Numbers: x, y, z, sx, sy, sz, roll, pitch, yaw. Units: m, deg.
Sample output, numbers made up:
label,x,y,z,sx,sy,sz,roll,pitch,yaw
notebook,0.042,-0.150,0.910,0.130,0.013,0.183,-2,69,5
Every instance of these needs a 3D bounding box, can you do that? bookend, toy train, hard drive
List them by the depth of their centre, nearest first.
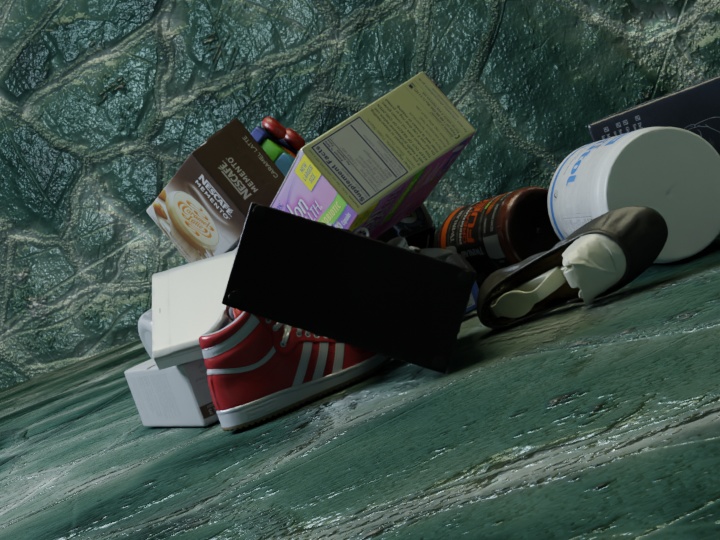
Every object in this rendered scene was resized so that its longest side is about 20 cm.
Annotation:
label,x,y,z,sx,sy,sz,roll,pitch,yaw
bookend,-0.006,0.008,1.162,0.198,0.093,0.200,17,5,1
hard drive,-0.115,0.025,1.310,0.199,0.026,0.132,-16,40,4
toy train,-0.077,-0.117,1.648,0.085,0.116,0.200,-50,-17,6

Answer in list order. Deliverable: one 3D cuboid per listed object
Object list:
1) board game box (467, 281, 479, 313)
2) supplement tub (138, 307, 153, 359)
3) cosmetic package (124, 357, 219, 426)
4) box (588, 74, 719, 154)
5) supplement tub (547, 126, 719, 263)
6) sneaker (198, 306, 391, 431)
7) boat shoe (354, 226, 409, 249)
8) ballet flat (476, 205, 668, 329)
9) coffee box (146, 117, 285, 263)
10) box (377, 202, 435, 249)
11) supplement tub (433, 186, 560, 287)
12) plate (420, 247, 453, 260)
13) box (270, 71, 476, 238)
label,x,y,z,sx,sy,sz,roll,pitch,yaw
board game box,0.005,0.065,1.424,0.199,0.044,0.199,-22,4,-25
supplement tub,-0.167,0.059,1.609,0.200,0.123,0.122,-35,9,-23
cosmetic package,-0.172,0.119,1.382,0.101,0.074,0.200,-23,3,-29
box,0.404,-0.148,1.580,0.199,0.149,0.107,-18,4,23
supplement tub,0.275,-0.073,1.294,0.131,0.133,0.200,-21,3,-7
sneaker,-0.059,0.065,1.219,0.199,0.113,0.071,-22,4,-28
boat shoe,0.004,-0.002,1.373,0.074,0.086,0.202,-18,5,33
ballet flat,0.187,0.008,1.163,0.200,0.068,0.068,-30,7,34
coffee box,-0.175,-0.085,1.564,0.080,0.114,0.200,-42,2,-30
box,0.001,-0.014,1.654,0.163,0.086,0.200,-21,-26,-13
supplement tub,0.165,-0.036,1.577,0.107,0.107,0.200,-22,3,-29
plate,-0.013,0.033,1.550,0.199,0.032,0.200,-17,-18,-41
box,0.007,-0.103,1.460,0.200,0.097,0.176,-36,-10,-33
